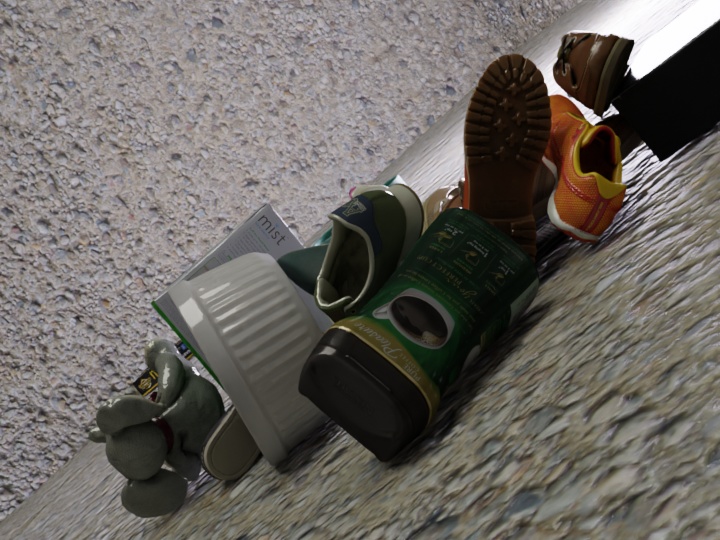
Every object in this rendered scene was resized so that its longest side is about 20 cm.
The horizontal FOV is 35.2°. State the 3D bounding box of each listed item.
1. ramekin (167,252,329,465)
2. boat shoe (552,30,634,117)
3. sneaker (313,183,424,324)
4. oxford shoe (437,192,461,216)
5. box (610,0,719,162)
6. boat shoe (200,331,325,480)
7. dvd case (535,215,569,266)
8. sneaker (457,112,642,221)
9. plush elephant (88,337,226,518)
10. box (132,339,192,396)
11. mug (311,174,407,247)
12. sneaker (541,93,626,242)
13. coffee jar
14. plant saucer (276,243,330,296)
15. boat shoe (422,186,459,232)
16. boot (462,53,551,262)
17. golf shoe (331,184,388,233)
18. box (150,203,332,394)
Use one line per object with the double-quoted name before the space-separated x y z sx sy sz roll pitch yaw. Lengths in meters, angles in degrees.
"ramekin" -0.095 0.078 1.110 0.104 0.202 0.200 -31 5 -8
"boat shoe" 0.211 -0.187 1.060 0.073 0.067 0.200 -63 -9 4
"sneaker" -0.006 0.028 0.948 0.067 0.203 0.089 26 27 39
"oxford shoe" 0.147 -0.068 1.236 0.200 0.072 0.071 -43 13 -32
"box" 0.325 -0.200 1.049 0.141 0.079 0.200 -40 5 34
"boat shoe" -0.105 0.144 1.240 0.200 0.073 0.063 -49 11 -23
"dvd case" 0.151 -0.016 1.092 0.199 0.016 0.149 -40 8 -1
"sneaker" 0.185 -0.106 1.095 0.199 0.076 0.070 -36 7 9
"plush elephant" -0.240 0.188 1.315 0.154 0.167 0.199 -14 16 -34
"box" -0.484 0.227 2.921 0.199 0.049 0.160 -40 4 9
"mug" 0.036 -0.040 1.462 0.185 0.115 0.152 -43 7 -25
"sneaker" 0.197 -0.104 0.990 0.201 0.072 0.078 -95 30 -53
"coffee jar" 0.045 0.048 0.873 0.200 0.104 0.086 -44 -15 -32
"plant saucer" 0.017 0.009 1.105 0.198 0.039 0.201 -1 -10 0
"boat shoe" 0.109 -0.046 1.324 0.064 0.071 0.201 -31 20 28
"boot" 0.118 -0.086 1.002 0.107 0.074 0.203 -132 48 -85
"golf shoe" 0.000 0.000 1.260 0.075 0.090 0.202 -158 87 -83
"box" -0.115 0.055 1.323 0.176 0.200 0.097 -42 7 -12
